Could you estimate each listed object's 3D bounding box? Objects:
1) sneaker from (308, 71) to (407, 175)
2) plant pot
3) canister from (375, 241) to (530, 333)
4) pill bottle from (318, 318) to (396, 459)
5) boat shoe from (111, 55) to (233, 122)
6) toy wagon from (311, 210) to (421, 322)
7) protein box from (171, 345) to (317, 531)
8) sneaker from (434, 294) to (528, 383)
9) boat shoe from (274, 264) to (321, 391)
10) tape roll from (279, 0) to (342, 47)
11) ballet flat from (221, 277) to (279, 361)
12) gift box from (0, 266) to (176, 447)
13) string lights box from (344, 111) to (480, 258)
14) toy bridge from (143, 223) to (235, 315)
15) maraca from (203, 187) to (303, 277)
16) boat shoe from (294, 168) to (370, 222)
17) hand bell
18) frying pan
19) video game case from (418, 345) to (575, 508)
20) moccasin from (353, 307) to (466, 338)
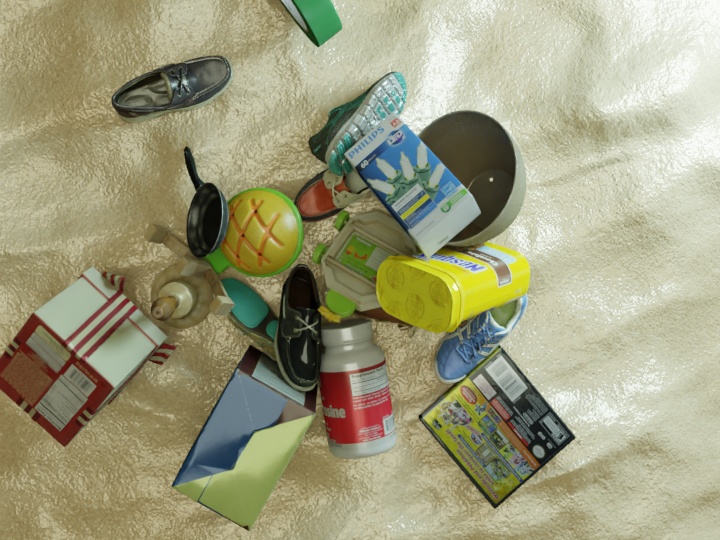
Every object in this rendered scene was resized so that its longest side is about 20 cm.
[{"bbox_3d":[-0.008,-0.244,1.350,0.200,0.091,0.078,-48,139,-17],"label":"sneaker"},{"bbox_3d":[0.174,-0.126,1.320,0.197,0.134,0.204,-8,75,32],"label":"plant pot"},{"bbox_3d":[0.141,0.016,1.280,0.198,0.147,0.088,-16,116,-44],"label":"canister"},{"bbox_3d":[-0.010,0.184,1.363,0.110,0.112,0.204,-9,94,-1],"label":"pill bottle"},{"bbox_3d":[-0.294,-0.285,1.343,0.197,0.065,0.073,-18,93,-1],"label":"boat shoe"},{"bbox_3d":[0.000,0.000,1.343,0.154,0.040,0.201,29,69,15],"label":"toy wagon"},{"bbox_3d":[-0.170,0.247,1.319,0.134,0.200,0.201,30,93,-4],"label":"protein box"},{"bbox_3d":[0.189,0.097,1.374,0.076,0.077,0.201,41,90,7],"label":"sneaker"},{"bbox_3d":[-0.092,0.086,1.322,0.071,0.068,0.203,8,55,-18],"label":"boat shoe"},{"bbox_3d":[-0.102,-0.427,1.269,0.048,0.200,0.202,-36,94,1],"label":"tape roll"},{"bbox_3d":[-0.157,0.094,1.376,0.199,0.071,0.071,37,93,8],"label":"ballet flat"},{"bbox_3d":[-0.407,0.121,1.303,0.199,0.187,0.185,-40,98,26],"label":"gift box"},{"bbox_3d":[0.073,-0.127,1.259,0.102,0.059,0.201,-39,59,2],"label":"string lights box"},{"bbox_3d":[-0.261,-0.003,1.347,0.200,0.067,0.027,44,104,25],"label":"toy bridge"},{"bbox_3d":[-0.176,-0.057,1.349,0.197,0.107,0.140,-5,92,25],"label":"maraca"},{"bbox_3d":[-0.019,-0.138,1.364,0.197,0.063,0.072,-26,97,2],"label":"boat shoe"},{"bbox_3d":[-0.289,0.050,1.302,0.102,0.200,0.106,0,95,-1],"label":"hand bell"},{"bbox_3d":[-0.251,-0.098,1.344,0.031,0.191,0.116,8,120,-37],"label":"frying pan"},{"bbox_3d":[0.225,0.257,1.419,0.180,0.026,0.201,-41,95,1],"label":"video game case"},{"bbox_3d":[0.073,0.061,1.377,0.197,0.078,0.075,3,63,3],"label":"moccasin"}]
